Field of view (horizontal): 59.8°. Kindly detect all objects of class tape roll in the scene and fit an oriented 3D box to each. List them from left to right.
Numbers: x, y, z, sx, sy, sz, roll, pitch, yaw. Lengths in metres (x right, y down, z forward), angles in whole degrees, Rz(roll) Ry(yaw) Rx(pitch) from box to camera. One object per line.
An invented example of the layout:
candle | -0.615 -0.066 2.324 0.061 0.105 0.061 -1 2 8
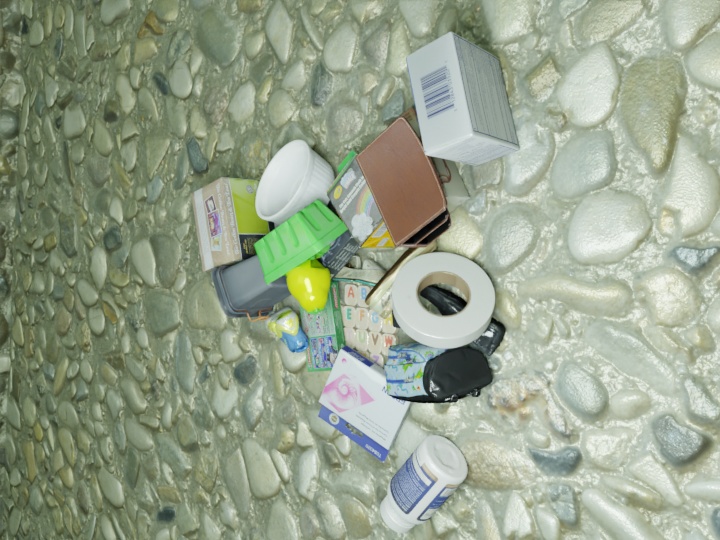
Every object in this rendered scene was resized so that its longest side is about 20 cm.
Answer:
tape roll | 0.156 0.054 1.196 0.203 0.201 0.037 43 155 30

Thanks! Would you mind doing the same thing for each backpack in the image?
backpack | 0.133 0.203 1.249 0.200 0.160 0.157 -39 64 53

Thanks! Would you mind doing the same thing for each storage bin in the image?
storage bin | -0.231 0.036 1.487 0.132 0.199 0.148 -25 78 23

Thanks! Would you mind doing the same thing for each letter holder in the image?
letter holder | 0.102 -0.166 1.173 0.142 0.099 0.203 -37 68 35

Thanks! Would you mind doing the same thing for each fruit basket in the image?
fruit basket | -0.113 -0.017 1.353 0.212 0.155 0.220 15 122 25

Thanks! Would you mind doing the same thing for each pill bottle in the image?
pill bottle | 0.123 0.444 1.286 0.111 0.110 0.202 48 119 28

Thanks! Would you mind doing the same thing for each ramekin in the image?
ramekin | -0.149 -0.192 1.463 0.199 0.097 0.204 -28 49 37

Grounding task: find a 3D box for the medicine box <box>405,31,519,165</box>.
medicine box | 0.190 -0.303 1.142 0.102 0.198 0.187 -16 82 36

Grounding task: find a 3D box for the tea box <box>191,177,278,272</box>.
tea box | -0.296 -0.111 1.566 0.132 0.195 0.205 -16 81 38

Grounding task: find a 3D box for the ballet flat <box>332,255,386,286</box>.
ballet flat | 0.000 0.000 1.405 0.197 0.067 0.064 8 90 39

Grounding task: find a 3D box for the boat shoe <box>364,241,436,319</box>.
boat shoe | 0.094 0.010 1.306 0.063 0.073 0.200 43 98 -6

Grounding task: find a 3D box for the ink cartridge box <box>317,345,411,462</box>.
ink cartridge box | 0.005 0.304 1.397 0.194 0.043 0.203 29 109 19

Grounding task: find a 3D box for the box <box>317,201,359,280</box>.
box | -0.086 -0.059 1.450 0.200 0.043 0.162 -47 45 27

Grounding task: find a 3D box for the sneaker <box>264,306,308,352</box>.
sneaker | -0.179 0.151 1.527 0.107 0.075 0.200 64 169 -7

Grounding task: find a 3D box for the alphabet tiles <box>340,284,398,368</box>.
alphabet tiles | 0.006 0.135 1.437 0.197 0.014 0.201 5 95 41

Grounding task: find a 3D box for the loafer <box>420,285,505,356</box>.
loafer | 0.192 0.094 1.241 0.199 0.068 0.071 34 104 30

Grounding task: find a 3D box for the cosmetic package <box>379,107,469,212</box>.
cosmetic package | 0.128 -0.212 1.272 0.103 0.086 0.203 -34 71 35

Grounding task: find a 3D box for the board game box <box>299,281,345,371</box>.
board game box | -0.092 0.136 1.497 0.133 0.029 0.205 -12 84 50

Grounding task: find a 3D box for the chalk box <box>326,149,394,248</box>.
chalk box | 0.021 -0.164 1.343 0.125 0.122 0.202 -46 63 32

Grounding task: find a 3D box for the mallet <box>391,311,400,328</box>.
mallet | 0.122 0.085 1.278 0.199 0.040 0.068 -8 87 63
